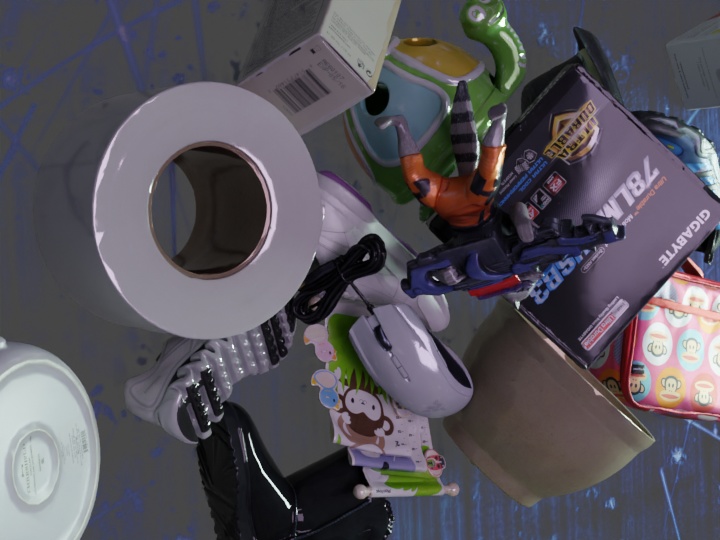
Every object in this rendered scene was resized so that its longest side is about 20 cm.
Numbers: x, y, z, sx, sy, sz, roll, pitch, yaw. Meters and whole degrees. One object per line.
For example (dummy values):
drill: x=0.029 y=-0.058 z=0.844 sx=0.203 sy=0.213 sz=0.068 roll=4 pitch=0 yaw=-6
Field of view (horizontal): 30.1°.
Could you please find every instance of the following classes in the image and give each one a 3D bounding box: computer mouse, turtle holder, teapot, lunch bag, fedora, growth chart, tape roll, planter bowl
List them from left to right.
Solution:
teapot: x=-0.303 y=0.143 z=1.011 sx=0.198 sy=0.145 sz=0.201 roll=58 pitch=39 yaw=-48
tape roll: x=-0.151 y=-0.049 z=1.095 sx=0.202 sy=0.139 sz=0.204 roll=-2 pitch=93 yaw=-33
growth chart: x=0.016 y=0.119 z=1.242 sx=0.144 sy=0.018 sz=0.201 roll=0 pitch=72 yaw=-41
computer mouse: x=0.031 y=0.066 z=1.199 sx=0.200 sy=0.109 sz=0.044 roll=48 pitch=24 yaw=-20
turtle holder: x=0.064 y=-0.150 z=1.206 sx=0.132 sy=0.185 sz=0.141 roll=41 pitch=47 yaw=-8
planter bowl: x=0.165 y=0.140 z=1.290 sx=0.200 sy=0.200 sz=0.135 roll=40 pitch=97 yaw=-27
fedora: x=0.214 y=-0.138 z=1.338 sx=0.091 sy=0.201 sz=0.202 roll=-17 pitch=104 yaw=6
lunch bag: x=0.341 y=0.070 z=1.453 sx=0.199 sy=0.082 sz=0.177 roll=11 pitch=82 yaw=-34

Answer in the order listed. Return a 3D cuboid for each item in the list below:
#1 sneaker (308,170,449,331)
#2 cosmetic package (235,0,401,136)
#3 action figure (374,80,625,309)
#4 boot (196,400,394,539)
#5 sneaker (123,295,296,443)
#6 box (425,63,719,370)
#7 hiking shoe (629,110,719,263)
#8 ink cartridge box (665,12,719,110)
sneaker: x=0.000 y=0.000 z=1.244 sx=0.200 sy=0.075 sz=0.100 roll=44 pitch=84 yaw=-22
cosmetic package: x=-0.027 y=-0.215 z=1.138 sx=0.073 sy=0.103 sz=0.201 roll=44 pitch=41 yaw=-27
action figure: x=0.121 y=-0.056 z=1.127 sx=0.105 sy=0.199 sz=0.194 roll=-69 pitch=144 yaw=-53
boot: x=-0.055 y=0.192 z=1.207 sx=0.162 sy=0.073 sz=0.199 roll=-17 pitch=104 yaw=-31
sneaker: x=-0.126 y=0.068 z=1.155 sx=0.200 sy=0.081 sz=0.076 roll=-42 pitch=130 yaw=-46
box: x=0.196 y=-0.049 z=1.213 sx=0.198 sy=0.050 sz=0.200 roll=42 pitch=94 yaw=-6
hiking shoe: x=0.348 y=-0.095 z=1.448 sx=0.200 sy=0.074 sz=0.087 roll=38 pitch=72 yaw=-28
ink cartridge box: x=0.454 y=-0.242 z=1.434 sx=0.145 sy=0.200 sz=0.084 roll=-30 pitch=107 yaw=-28
